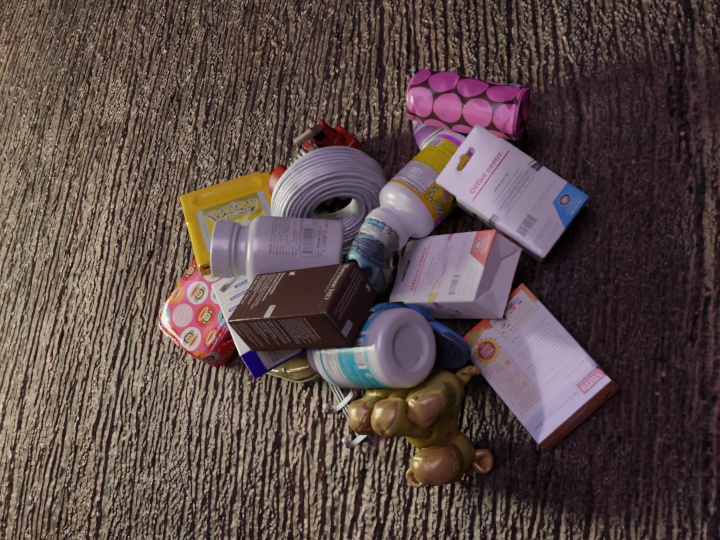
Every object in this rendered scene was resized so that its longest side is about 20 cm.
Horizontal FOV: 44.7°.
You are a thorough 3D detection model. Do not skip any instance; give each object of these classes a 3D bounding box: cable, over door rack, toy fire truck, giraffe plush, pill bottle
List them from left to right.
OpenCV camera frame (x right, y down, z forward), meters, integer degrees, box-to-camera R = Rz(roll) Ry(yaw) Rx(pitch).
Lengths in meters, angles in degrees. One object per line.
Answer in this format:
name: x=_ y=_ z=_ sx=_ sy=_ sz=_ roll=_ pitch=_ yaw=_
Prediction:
pill bottle: x=-0.128 y=-0.027 z=1.365 sx=0.200 sy=0.114 sz=0.115 roll=4 pitch=70 yaw=-1
toy fire truck: x=-0.086 y=-0.178 z=1.477 sx=0.176 sy=0.200 sz=0.129 roll=-49 pitch=49 yaw=3
cable: x=-0.048 y=-0.109 z=1.435 sx=0.200 sy=0.200 sz=0.069 roll=-33 pitch=49 yaw=14
pill bottle: x=0.007 y=0.115 z=1.264 sx=0.200 sy=0.111 sz=0.111 roll=-9 pitch=64 yaw=52
over door rack: x=0.018 y=0.160 z=1.371 sx=0.200 sy=0.067 sz=0.148 roll=-39 pitch=58 yaw=11
pill bottle: x=0.101 y=-0.123 z=1.382 sx=0.104 sy=0.104 sz=0.200 roll=33 pitch=68 yaw=35
giraffe plush: x=0.099 y=0.234 z=1.241 sx=0.172 sy=0.200 sz=0.162 roll=-10 pitch=98 yaw=45

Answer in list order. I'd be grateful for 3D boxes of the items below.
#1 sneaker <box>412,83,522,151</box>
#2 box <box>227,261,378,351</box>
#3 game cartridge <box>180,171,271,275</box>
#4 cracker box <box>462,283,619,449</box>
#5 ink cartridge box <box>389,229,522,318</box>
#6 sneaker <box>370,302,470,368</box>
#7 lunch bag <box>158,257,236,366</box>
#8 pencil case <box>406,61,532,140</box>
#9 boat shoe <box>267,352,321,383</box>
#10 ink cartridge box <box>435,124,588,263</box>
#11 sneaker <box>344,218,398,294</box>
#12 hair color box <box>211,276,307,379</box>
sneaker: x=0.173 y=-0.278 z=1.460 sx=0.200 sy=0.073 sz=0.114 roll=-27 pitch=56 yaw=18
box: x=-0.085 y=0.054 z=1.246 sx=0.200 sy=0.075 sz=0.100 roll=-6 pitch=41 yaw=38
game cartridge: x=-0.223 y=-0.092 z=1.570 sx=0.176 sy=0.032 sz=0.200 roll=-19 pitch=49 yaw=-7
cracker box: x=0.252 y=0.136 z=1.255 sx=0.134 sy=0.058 sz=0.200 roll=-43 pitch=55 yaw=9
ink cartridge box: x=0.140 y=0.009 z=1.336 sx=0.200 sy=0.067 sz=0.117 roll=-3 pitch=63 yaw=53
sneaker: x=0.094 y=0.085 z=1.299 sx=0.078 sy=0.066 sz=0.200 roll=-29 pitch=31 yaw=-36
lunch bag: x=-0.248 y=0.063 z=1.550 sx=0.176 sy=0.082 sz=0.200 roll=33 pitch=88 yaw=34
pencil case: x=0.170 y=-0.264 z=1.363 sx=0.200 sy=0.091 sz=0.094 roll=19 pitch=56 yaw=26
boat shoe: x=-0.126 y=0.141 z=1.414 sx=0.200 sy=0.076 sz=0.072 roll=-12 pitch=60 yaw=50
ink cartridge box: x=0.226 y=-0.116 z=1.323 sx=0.200 sy=0.068 sz=0.116 roll=37 pitch=90 yaw=11
sneaker: x=0.000 y=0.000 z=1.368 sx=0.078 sy=0.200 sz=0.086 roll=30 pitch=63 yaw=14
hair color box: x=-0.159 y=0.071 z=1.404 sx=0.109 sy=0.065 sz=0.200 roll=-28 pitch=40 yaw=-4
